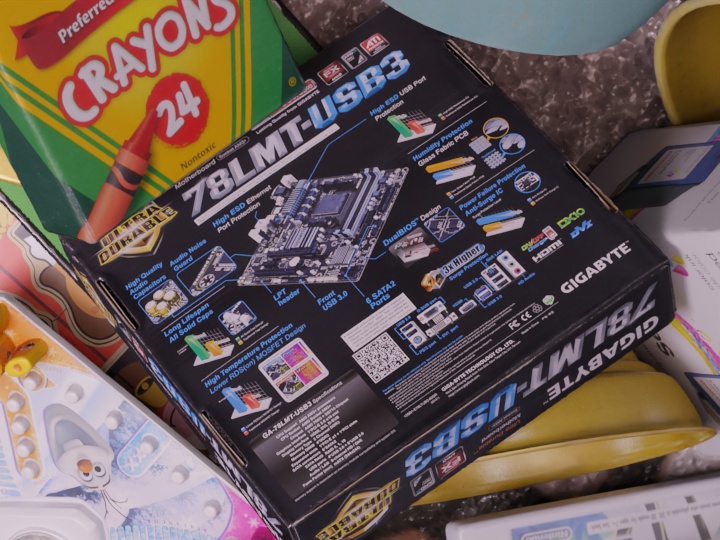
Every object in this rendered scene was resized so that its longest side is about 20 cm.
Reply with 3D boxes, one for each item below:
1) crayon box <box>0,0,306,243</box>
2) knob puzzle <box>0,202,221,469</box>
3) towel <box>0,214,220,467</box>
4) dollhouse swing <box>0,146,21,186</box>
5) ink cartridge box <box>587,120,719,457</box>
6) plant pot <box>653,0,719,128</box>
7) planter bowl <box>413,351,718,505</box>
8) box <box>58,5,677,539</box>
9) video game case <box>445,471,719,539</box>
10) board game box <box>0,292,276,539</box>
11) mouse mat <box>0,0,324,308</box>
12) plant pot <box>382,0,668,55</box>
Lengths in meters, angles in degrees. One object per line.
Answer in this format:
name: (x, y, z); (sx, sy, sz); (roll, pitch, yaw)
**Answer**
crayon box: (-0.119, -0.129, 1.016); (0.127, 0.051, 0.201); (-38, 117, -24)
knob puzzle: (-0.119, 0.045, 1.143); (0.218, 0.030, 0.221); (0, 103, -2)
towel: (-0.106, 0.015, 1.163); (0.143, 0.023, 0.201); (15, 103, -6)
dollhouse swing: (-0.182, -0.134, 1.022); (0.175, 0.182, 0.201); (16, 89, 13)
ink cartridge box: (0.185, 0.011, 1.081); (0.087, 0.200, 0.146); (-43, 105, -15)
plant pot: (0.252, -0.090, 1.087); (0.142, 0.200, 0.200); (-45, 106, -18)
planter bowl: (0.059, 0.054, 1.119); (0.199, 0.200, 0.084); (-10, 81, -1)
box: (0.000, 0.000, 1.053); (0.200, 0.199, 0.050); (-35, 144, -12)
video game case: (0.145, 0.197, 1.185); (0.199, 0.022, 0.184); (-8, 94, -19)
board game box: (-0.149, 0.140, 1.140); (0.200, 0.026, 0.200); (40, 119, -3)
mouse mat: (-0.066, -0.041, 1.123); (0.161, 0.008, 0.200); (-44, 97, -10)
plant pot: (0.074, -0.190, 1.033); (0.199, 0.201, 0.162); (10, 118, -7)
